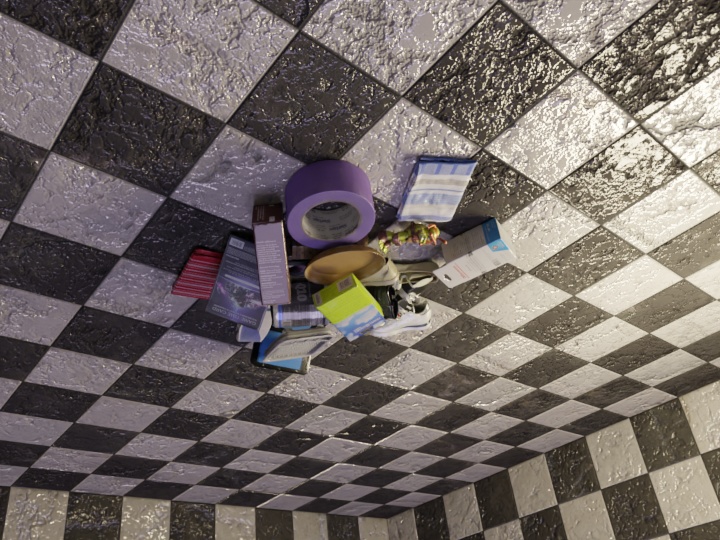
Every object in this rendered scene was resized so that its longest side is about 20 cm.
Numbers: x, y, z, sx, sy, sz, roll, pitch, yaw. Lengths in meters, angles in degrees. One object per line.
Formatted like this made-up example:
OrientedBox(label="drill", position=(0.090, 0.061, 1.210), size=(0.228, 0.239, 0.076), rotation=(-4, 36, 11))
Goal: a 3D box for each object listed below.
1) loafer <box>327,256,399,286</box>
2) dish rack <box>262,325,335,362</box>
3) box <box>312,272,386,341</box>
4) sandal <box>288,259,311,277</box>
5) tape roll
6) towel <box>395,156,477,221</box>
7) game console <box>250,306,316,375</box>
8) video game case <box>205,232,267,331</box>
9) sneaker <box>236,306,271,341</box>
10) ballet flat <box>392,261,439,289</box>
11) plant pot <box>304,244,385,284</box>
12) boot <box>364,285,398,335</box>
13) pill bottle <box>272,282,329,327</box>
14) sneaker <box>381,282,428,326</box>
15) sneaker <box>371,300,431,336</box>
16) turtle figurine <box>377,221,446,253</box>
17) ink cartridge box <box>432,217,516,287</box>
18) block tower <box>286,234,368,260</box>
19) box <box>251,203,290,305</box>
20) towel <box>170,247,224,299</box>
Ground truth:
OrientedBox(label="loafer", position=(0.000, 0.000, 1.659), size=(0.193, 0.077, 0.070), rotation=(-7, 124, 7))
OrientedBox(label="dish rack", position=(-0.174, 0.197, 1.779), size=(0.167, 0.045, 0.200), rotation=(-5, 158, -29))
OrientedBox(label="box", position=(-0.024, 0.096, 1.637), size=(0.120, 0.049, 0.200), rotation=(-28, 142, 10))
OrientedBox(label="sandal", position=(-0.133, -0.008, 1.604), size=(0.194, 0.075, 0.050), rotation=(5, 101, -21))
OrientedBox(label="tape roll", position=(-0.067, -0.140, 1.421), size=(0.193, 0.087, 0.202), rotation=(-6, 146, -4))
OrientedBox(label="towel", position=(0.170, -0.179, 1.475), size=(0.142, 0.024, 0.202), rotation=(0, 145, -14))
OrientedBox(label="game console", position=(-0.197, 0.198, 1.862), size=(0.196, 0.121, 0.170), rotation=(15, 140, -32))
OrientedBox(label="video game case", position=(-0.275, 0.030, 1.552), size=(0.139, 0.019, 0.205), rotation=(20, 106, -8))
OrientedBox(label="sneaker", position=(-0.266, 0.071, 1.643), size=(0.078, 0.115, 0.206), rotation=(7, 107, -22))
OrientedBox(label="ballet flat", position=(0.116, 0.016, 1.712), size=(0.193, 0.071, 0.070), rotation=(-7, 147, -2))
OrientedBox(label="plant pot", position=(-0.038, -0.016, 1.539), size=(0.193, 0.028, 0.201), rotation=(-8, 158, -3))
OrientedBox(label="boot", position=(0.043, 0.113, 1.754), size=(0.127, 0.068, 0.204), rotation=(15, 135, 26))
OrientedBox(label="pill bottle", position=(-0.135, 0.088, 1.717), size=(0.193, 0.117, 0.115), rotation=(-3, 147, -8))
OrientedBox(label="sneaker", position=(0.116, 0.092, 1.807), size=(0.198, 0.091, 0.073), rotation=(-34, 138, 31))
OrientedBox(label="sneaker", position=(0.110, 0.134, 1.894), size=(0.193, 0.078, 0.082), rotation=(-12, 136, -3))
OrientedBox(label="turtle figurine", position=(0.122, -0.084, 1.553), size=(0.156, 0.067, 0.200), rotation=(-9, -179, 11))
OrientedBox(label="ink cartridge box", position=(0.284, -0.042, 1.663), size=(0.196, 0.068, 0.115), rotation=(-26, 143, 23))
OrientedBox(label="block tower", position=(-0.079, -0.065, 1.558), size=(0.193, 0.055, 0.058), rotation=(-3, 146, -9))
OrientedBox(label="box", position=(-0.198, -0.035, 1.457), size=(0.072, 0.101, 0.206), rotation=(-3, 117, -5))
OrientedBox(label="towel", position=(-0.383, 0.014, 1.636), size=(0.141, 0.023, 0.200), rotation=(11, 144, -30))
